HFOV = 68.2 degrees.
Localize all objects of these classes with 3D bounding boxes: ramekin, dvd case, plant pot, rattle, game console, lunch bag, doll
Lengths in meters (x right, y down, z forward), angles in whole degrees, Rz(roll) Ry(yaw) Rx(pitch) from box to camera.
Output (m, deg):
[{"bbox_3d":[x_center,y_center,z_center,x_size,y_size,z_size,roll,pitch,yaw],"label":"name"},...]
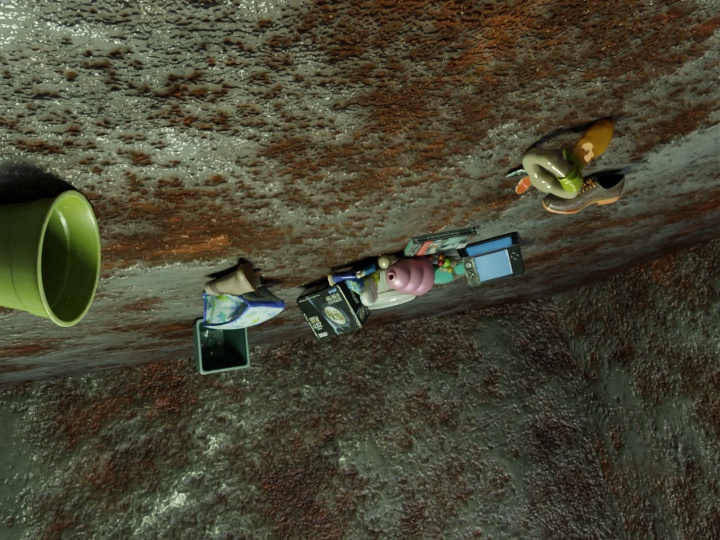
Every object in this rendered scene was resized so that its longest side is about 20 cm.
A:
[{"bbox_3d":[0.086,0.058,1.832,0.194,0.108,0.200,-11,168,-2],"label":"ramekin"},{"bbox_3d":[0.230,-0.080,1.553,0.194,0.023,0.146,-9,167,-6],"label":"dvd case"},{"bbox_3d":[-0.562,0.288,2.088,0.191,0.203,0.198,-4,175,-31],"label":"plant pot"},{"bbox_3d":[0.381,-0.222,1.045,0.127,0.147,0.200,21,-177,-1],"label":"rattle"},{"bbox_3d":[-0.527,-0.024,0.802,0.184,0.207,0.200,4,166,-4],"label":"plant pot"},{"bbox_3d":[0.429,-0.031,1.742,0.195,0.181,0.117,-14,-165,17],"label":"game console"},{"bbox_3d":[-0.351,0.109,1.604,0.195,0.132,0.168,-5,175,32],"label":"lunch bag"},{"bbox_3d":[0.000,0.000,1.613,0.194,0.050,0.136,-16,-173,11],"label":"doll"}]

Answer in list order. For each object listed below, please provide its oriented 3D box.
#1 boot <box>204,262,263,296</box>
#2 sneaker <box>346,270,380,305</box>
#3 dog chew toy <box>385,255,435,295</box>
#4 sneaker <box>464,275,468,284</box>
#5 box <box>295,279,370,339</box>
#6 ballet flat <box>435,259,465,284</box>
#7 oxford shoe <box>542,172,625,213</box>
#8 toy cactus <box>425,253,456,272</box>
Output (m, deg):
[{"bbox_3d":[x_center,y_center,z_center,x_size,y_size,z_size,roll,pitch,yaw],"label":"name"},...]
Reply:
[{"bbox_3d":[-0.346,0.033,1.421,0.142,0.072,0.200,-10,167,4],"label":"boot"},{"bbox_3d":[0.002,0.056,1.656,0.102,0.078,0.201,-11,-160,16],"label":"sneaker"},{"bbox_3d":[0.146,0.016,1.630,0.122,0.128,0.198,-19,170,35],"label":"dog chew toy"},{"bbox_3d":[0.451,0.001,1.973,0.068,0.078,0.200,-6,167,-19],"label":"sneaker"},{"bbox_3d":[-0.092,0.121,1.771,0.196,0.167,0.086,-19,-161,34],"label":"box"},{"bbox_3d":[0.338,0.000,1.915,0.195,0.070,0.075,-19,-179,23],"label":"ballet flat"},{"bbox_3d":[0.528,-0.192,1.261,0.194,0.073,0.074,-15,148,-4],"label":"oxford shoe"},{"bbox_3d":[0.259,-0.004,1.780,0.162,0.105,0.200,-15,163,-32],"label":"toy cactus"}]
